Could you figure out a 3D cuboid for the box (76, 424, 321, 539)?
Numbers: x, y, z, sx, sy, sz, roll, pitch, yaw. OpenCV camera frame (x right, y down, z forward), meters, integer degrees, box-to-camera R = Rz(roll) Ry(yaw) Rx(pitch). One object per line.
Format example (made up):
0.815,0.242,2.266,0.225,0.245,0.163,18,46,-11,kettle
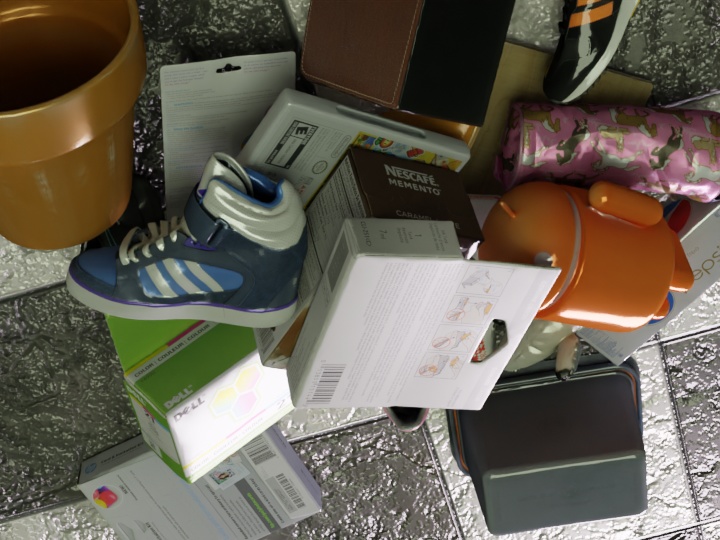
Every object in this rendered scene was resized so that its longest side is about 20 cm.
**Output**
-0.162,0.221,1.470,0.199,0.041,0.156,-26,119,11,box

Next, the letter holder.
0.043,-0.233,1.158,0.100,0.142,0.201,5,104,-42,letter holder

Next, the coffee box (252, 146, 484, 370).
0.000,0.000,1.224,0.114,0.080,0.200,10,135,-31,coffee box

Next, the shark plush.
0.190,0.009,1.340,0.090,0.083,0.201,29,89,4,shark plush

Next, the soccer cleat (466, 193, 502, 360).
0.113,0.010,1.330,0.085,0.069,0.201,-8,129,14,soccer cleat

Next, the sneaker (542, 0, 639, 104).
0.188,-0.239,1.196,0.090,0.070,0.201,25,109,-14,sneaker

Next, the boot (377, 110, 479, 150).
0.007,-0.109,1.240,0.143,0.071,0.201,11,130,-37,boot

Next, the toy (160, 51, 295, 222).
-0.119,-0.109,1.264,0.114,0.047,0.201,-9,130,-15,toy

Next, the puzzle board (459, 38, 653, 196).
0.157,-0.103,1.308,0.150,0.017,0.201,13,120,-13,puzzle board

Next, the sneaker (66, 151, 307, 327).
-0.140,-0.036,1.161,0.198,0.081,0.147,8,122,5,sneaker

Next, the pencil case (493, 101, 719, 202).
0.218,-0.103,1.255,0.198,0.083,0.087,3,111,-7,pencil case

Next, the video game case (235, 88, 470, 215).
-0.033,-0.059,1.225,0.181,0.023,0.200,13,134,-31,video game case

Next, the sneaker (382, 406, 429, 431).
0.037,0.060,1.360,0.070,0.082,0.201,-12,121,4,sneaker

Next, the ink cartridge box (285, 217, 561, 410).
0.047,0.041,1.187,0.175,0.045,0.201,3,139,-19,ink cartridge box

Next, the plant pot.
-0.265,-0.124,1.178,0.199,0.201,0.184,-5,138,0,plant pot

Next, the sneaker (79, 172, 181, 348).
-0.217,0.011,1.307,0.079,0.075,0.201,-25,123,-32,sneaker

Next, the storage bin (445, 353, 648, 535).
0.191,0.186,1.418,0.198,0.135,0.146,-8,122,2,storage bin

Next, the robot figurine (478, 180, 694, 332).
0.184,-0.010,1.223,0.199,0.144,0.118,11,84,-26,robot figurine

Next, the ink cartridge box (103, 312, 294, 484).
-0.138,0.072,1.297,0.147,0.076,0.201,-35,142,-23,ink cartridge box

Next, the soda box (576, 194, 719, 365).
0.284,-0.007,1.343,0.064,0.068,0.200,37,113,-24,soda box
